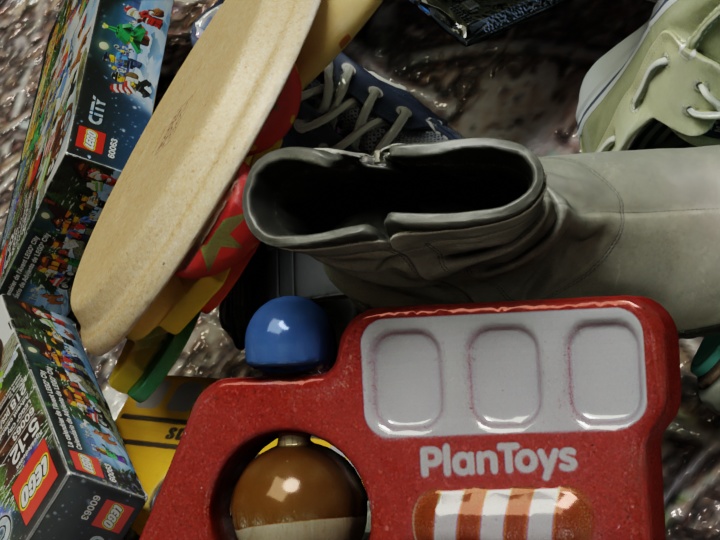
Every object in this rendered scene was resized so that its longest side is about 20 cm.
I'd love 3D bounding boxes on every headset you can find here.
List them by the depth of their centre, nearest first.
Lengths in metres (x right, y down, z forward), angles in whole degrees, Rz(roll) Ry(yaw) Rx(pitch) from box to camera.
[{"bbox_3d":[0.000,0.000,1.108,0.200,0.123,0.094,-17,71,54],"label":"headset"}]

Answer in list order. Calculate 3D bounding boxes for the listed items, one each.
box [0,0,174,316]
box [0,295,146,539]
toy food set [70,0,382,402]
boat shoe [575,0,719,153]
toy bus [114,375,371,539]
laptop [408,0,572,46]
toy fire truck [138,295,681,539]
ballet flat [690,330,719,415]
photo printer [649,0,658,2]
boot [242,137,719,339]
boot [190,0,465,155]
[{"bbox_3d":[-0.132,-0.082,1.315,0.137,0.038,0.200,123,160,-45],"label":"box"},{"bbox_3d":[-0.169,0.129,1.129,0.200,0.038,0.137,-57,31,17],"label":"box"},{"bbox_3d":[-0.057,-0.048,1.099,0.198,0.049,0.200,-46,19,49],"label":"toy food set"},{"bbox_3d":[0.142,-0.078,1.064,0.200,0.072,0.062,127,149,-62],"label":"boat shoe"},{"bbox_3d":[-0.018,0.091,1.085,0.200,0.065,0.078,1,53,42],"label":"toy bus"},{"bbox_3d":[0.042,-0.151,1.245,0.177,0.103,0.200,-27,54,-32],"label":"laptop"},{"bbox_3d":[0.016,0.092,0.941,0.200,0.112,0.168,-2,88,23],"label":"toy fire truck"},{"bbox_3d":[0.188,-0.028,1.015,0.200,0.064,0.067,-64,3,-11],"label":"ballet flat"},{"bbox_3d":[0.169,-0.168,1.082,0.166,0.200,0.070,-30,73,27],"label":"photo printer"},{"bbox_3d":[0.068,-0.016,0.932,0.200,0.131,0.068,-6,79,13],"label":"boot"},{"bbox_3d":[-0.006,-0.058,1.198,0.073,0.090,0.200,-48,38,-9],"label":"boot"}]
